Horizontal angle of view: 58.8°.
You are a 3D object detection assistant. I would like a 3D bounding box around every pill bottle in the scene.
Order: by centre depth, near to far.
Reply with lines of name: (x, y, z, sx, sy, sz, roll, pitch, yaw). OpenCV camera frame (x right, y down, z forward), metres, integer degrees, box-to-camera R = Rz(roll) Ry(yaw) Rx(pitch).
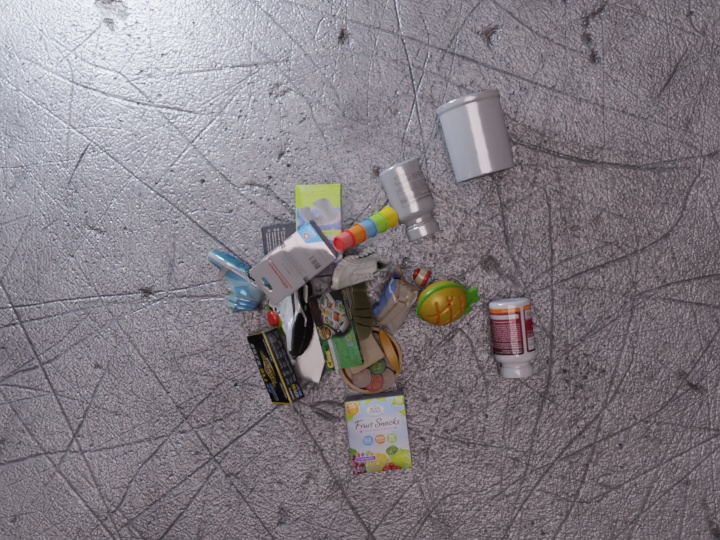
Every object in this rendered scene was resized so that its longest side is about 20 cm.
pill bottle: (0.136, -0.185, 1.709, 0.113, 0.114, 0.202, -22, 91, 2)
pill bottle: (0.409, 0.180, 1.713, 0.111, 0.113, 0.203, -6, 91, 2)

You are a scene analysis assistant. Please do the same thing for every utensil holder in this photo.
utensil holder: (0.305, -0.348, 1.677, 0.168, 0.170, 0.203, -15, 94, 2)

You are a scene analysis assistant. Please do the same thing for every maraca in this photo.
maraca: (0.234, 0.087, 1.699, 0.198, 0.108, 0.138, 4, 132, -35)

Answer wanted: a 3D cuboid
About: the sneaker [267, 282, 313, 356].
sneaker: (-0.188, 0.126, 1.677, 0.114, 0.075, 0.204, -8, 71, 36)

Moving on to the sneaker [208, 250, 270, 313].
sneaker: (-0.354, 0.040, 1.751, 0.199, 0.079, 0.132, 31, 102, 11)

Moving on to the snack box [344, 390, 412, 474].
snack box: (0.049, 0.444, 1.755, 0.166, 0.068, 0.203, -8, 90, 3)

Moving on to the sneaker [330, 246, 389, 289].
sneaker: (0.000, 0.000, 1.671, 0.081, 0.199, 0.076, 30, 129, 28)

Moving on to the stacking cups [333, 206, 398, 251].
stacking cups: (0.015, -0.102, 1.643, 0.199, 0.060, 0.061, -33, 91, -39)

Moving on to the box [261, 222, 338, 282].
box: (-0.157, -0.054, 1.726, 0.197, 0.107, 0.151, -5, 91, 3)

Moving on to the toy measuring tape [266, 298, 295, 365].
toy measuring tape: (-0.206, 0.161, 1.747, 0.073, 0.074, 0.203, -20, 86, 2)

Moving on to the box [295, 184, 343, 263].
box: (-0.106, -0.118, 1.646, 0.120, 0.048, 0.203, -2, 91, 2)

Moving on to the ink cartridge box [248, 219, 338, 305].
ink cartridge box: (-0.167, -0.020, 1.597, 0.199, 0.067, 0.116, -37, 97, 9)

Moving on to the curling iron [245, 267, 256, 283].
curling iron: (-0.201, 0.004, 1.660, 0.197, 0.026, 0.050, -5, 55, -2)

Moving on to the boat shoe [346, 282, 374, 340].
boat shoe: (-0.015, 0.098, 1.719, 0.074, 0.068, 0.203, 11, 59, -33)

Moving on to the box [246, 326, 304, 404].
box: (-0.230, 0.256, 1.711, 0.049, 0.159, 0.202, -22, 91, -26)

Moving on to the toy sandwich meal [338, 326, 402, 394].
toy sandwich meal: (0.022, 0.242, 1.747, 0.202, 0.070, 0.209, 0, 92, 2)

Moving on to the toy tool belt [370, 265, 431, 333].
toy tool belt: (0.092, 0.057, 1.711, 0.122, 0.125, 0.202, 31, 112, 7)

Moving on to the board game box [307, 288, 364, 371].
board game box: (-0.063, 0.155, 1.652, 0.103, 0.023, 0.203, -13, 95, 16)

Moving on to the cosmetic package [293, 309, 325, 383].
cosmetic package: (-0.117, 0.193, 1.734, 0.089, 0.107, 0.203, 19, 90, 2)
